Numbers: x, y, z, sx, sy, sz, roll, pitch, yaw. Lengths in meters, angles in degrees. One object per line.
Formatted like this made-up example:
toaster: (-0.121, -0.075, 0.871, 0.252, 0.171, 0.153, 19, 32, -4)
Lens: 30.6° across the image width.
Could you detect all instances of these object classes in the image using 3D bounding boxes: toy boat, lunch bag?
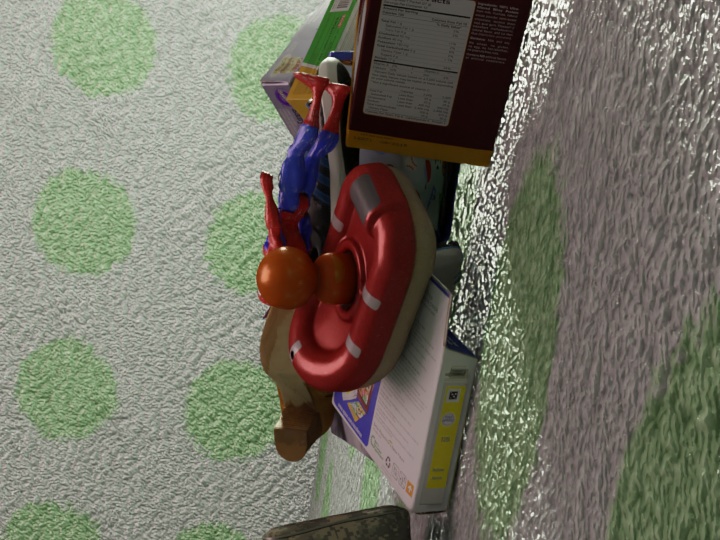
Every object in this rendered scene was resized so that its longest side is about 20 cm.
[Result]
toy boat: (-0.026, 0.009, 1.102, 0.131, 0.129, 0.202, -115, 34, -47)
lunch bag: (0.042, -0.116, 1.360, 0.200, 0.122, 0.173, 38, -123, -68)
lunch bag: (-0.007, 0.300, 1.157, 0.200, 0.137, 0.170, 105, 155, -80)

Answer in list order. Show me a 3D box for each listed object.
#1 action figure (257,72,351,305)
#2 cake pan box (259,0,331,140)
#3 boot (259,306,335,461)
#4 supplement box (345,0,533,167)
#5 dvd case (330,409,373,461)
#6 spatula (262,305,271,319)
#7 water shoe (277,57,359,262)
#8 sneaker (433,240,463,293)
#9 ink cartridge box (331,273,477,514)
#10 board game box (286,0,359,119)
action figure: (-0.058, -0.068, 1.151, 0.065, 0.051, 0.203, 7, -85, -64)
cake pan box: (-0.009, -0.207, 1.492, 0.201, 0.052, 0.185, -56, -45, -31)
boot: (-0.048, 0.073, 1.297, 0.144, 0.070, 0.204, -61, -22, -62)
supplement box: (0.069, -0.239, 1.154, 0.202, 0.131, 0.199, 101, 175, -45)
dvd case: (-0.008, 0.114, 1.393, 0.200, 0.016, 0.151, -170, 75, -73)
spatula: (-0.057, 0.031, 1.322, 0.057, 0.020, 0.200, -56, -17, 3)
water shoe: (-0.043, -0.094, 1.224, 0.071, 0.078, 0.203, -30, -62, -72)
sneaker: (0.061, 0.032, 1.268, 0.201, 0.071, 0.073, 108, 148, -62)
ink cartridge box: (0.039, 0.075, 1.164, 0.198, 0.046, 0.203, -132, 49, -58)
board game box: (0.014, -0.191, 1.451, 0.200, 0.040, 0.155, 45, -120, -43)
